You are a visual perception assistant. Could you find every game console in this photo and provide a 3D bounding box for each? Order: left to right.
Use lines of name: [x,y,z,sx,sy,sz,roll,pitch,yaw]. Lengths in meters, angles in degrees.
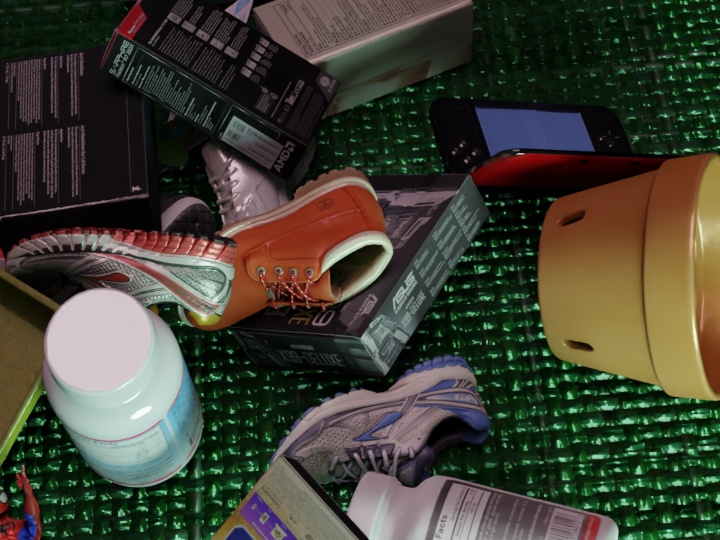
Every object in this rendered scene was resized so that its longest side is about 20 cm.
game console: [0.182,-0.124,1.471,0.197,0.119,0.174,2,49,-19]

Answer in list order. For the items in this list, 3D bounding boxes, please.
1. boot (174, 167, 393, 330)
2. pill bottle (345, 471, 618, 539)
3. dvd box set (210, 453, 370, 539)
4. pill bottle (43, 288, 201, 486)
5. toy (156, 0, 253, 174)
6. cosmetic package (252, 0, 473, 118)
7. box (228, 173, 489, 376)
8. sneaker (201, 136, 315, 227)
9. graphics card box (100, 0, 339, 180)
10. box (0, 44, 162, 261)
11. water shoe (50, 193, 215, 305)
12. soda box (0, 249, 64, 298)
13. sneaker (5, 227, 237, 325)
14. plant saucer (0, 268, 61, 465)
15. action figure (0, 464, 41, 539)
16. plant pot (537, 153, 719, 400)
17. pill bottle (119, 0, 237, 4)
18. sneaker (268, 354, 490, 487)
boot: [-0.064,0.002,1.364,0.199,0.075,0.108,-33,42,5]
pill bottle: [0.089,0.222,1.240,0.197,0.117,0.117,12,53,14]
dvd box set: [-0.072,0.260,1.209,0.146,0.029,0.201,42,96,31]
pill bottle: [-0.189,0.092,1.286,0.107,0.201,0.110,-1,66,2]
toy: [-0.167,-0.190,1.581,0.047,0.115,0.202,31,50,-27]
cosmetic package: [0.003,-0.233,1.619,0.198,0.088,0.104,-21,55,-14]
box: [0.000,0.000,1.421,0.156,0.050,0.201,2,46,42]
sneaker: [-0.109,-0.071,1.486,0.099,0.078,0.201,32,41,-20]
graphics card box: [-0.125,-0.178,1.480,0.198,0.051,0.126,29,37,-6]
box: [-0.254,-0.104,1.460,0.139,0.079,0.202,-10,50,1]
water shoe: [-0.218,0.005,1.474,0.199,0.072,0.079,-38,32,-22]
soda box: [-0.287,-0.031,1.495,0.070,0.064,0.200,31,59,27]
sneaker: [-0.201,0.007,1.342,0.197,0.078,0.083,4,92,14]
plant saucer: [-0.341,0.091,1.368,0.199,0.048,0.201,28,86,30]
action figure: [-0.267,0.239,1.266,0.065,0.100,0.201,-19,50,-12]
plant pot: [0.233,0.005,1.365,0.138,0.201,0.202,0,50,24]
pill bottle: [-0.158,-0.332,1.693,0.197,0.109,0.110,-6,51,-2]
sneaker: [0.019,0.142,1.335,0.198,0.077,0.086,-24,58,-14]
